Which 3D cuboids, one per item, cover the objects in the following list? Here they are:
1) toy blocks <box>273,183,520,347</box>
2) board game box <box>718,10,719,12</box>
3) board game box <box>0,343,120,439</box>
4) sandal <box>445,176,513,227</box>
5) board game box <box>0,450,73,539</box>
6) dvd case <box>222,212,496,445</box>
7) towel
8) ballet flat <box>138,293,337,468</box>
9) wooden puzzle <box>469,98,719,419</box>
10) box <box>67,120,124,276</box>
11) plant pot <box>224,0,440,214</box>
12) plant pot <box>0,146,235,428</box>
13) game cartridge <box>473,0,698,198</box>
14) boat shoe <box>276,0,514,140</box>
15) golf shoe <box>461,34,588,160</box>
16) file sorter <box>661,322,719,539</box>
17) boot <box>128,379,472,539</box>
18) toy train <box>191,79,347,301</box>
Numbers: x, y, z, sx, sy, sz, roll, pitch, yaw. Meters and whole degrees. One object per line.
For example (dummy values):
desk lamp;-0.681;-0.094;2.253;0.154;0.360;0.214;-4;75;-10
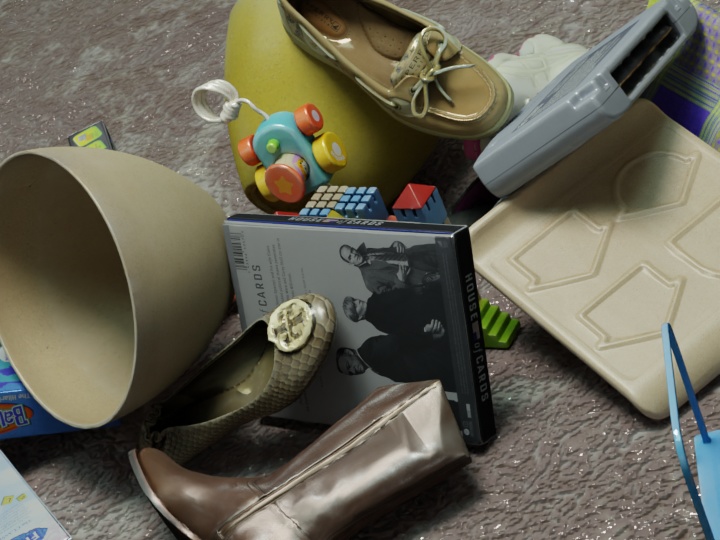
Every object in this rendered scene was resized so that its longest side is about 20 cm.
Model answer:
toy blocks;0.000;0.000;1.503;0.199;0.137;0.100;1;40;35
board game box;0.318;-0.173;1.625;0.200;0.048;0.101;-40;36;-22
board game box;-0.289;0.075;1.607;0.198;0.045;0.152;-6;29;-8
sandal;0.103;-0.049;1.583;0.199;0.048;0.075;-24;33;-7
board game box;-0.316;0.215;1.490;0.199;0.041;0.199;-33;33;-14
dvd case;-0.003;0.038;1.442;0.199;0.151;0.025;5;22;37
towel;0.247;-0.118;1.531;0.200;0.023;0.144;44;110;49
ballet flat;-0.091;0.078;1.457;0.200;0.046;0.068;-37;46;34
wooden puzzle;0.199;-0.007;1.436;0.185;0.046;0.200;-38;57;-14
box;-0.189;-0.029;1.692;0.035;0.111;0.200;-24;33;-1
plant pot;-0.025;-0.114;1.662;0.199;0.200;0.143;2;69;34
plant pot;-0.167;-0.001;1.507;0.134;0.202;0.200;-17;23;-39
game cartridge;0.160;-0.124;1.502;0.133;0.042;0.200;-39;4;39
boat shoe;0.020;-0.159;1.537;0.199;0.063;0.074;28;87;16
golf shoe;0.145;-0.135;1.634;0.091;0.076;0.200;11;29;26
file sorter;0.283;0.084;1.216;0.199;0.123;0.139;-16;33;14
boot;-0.040;0.124;1.404;0.200;0.064;0.186;-39;49;-8
toy train;-0.083;-0.040;1.587;0.149;0.201;0.056;10;36;8
